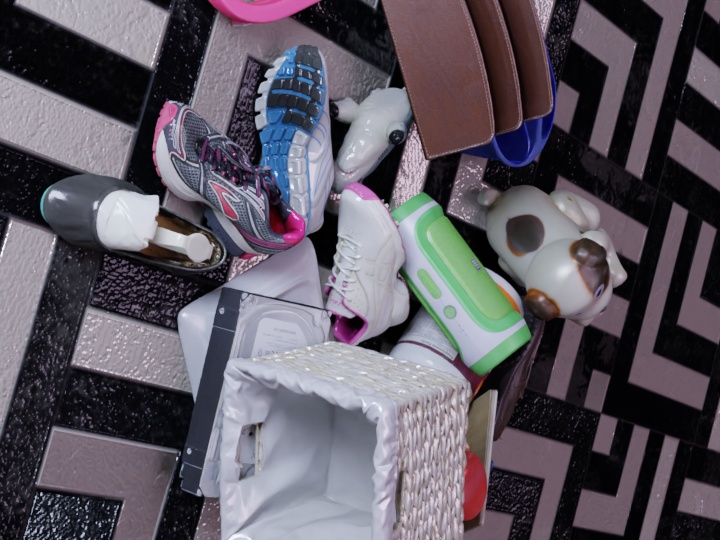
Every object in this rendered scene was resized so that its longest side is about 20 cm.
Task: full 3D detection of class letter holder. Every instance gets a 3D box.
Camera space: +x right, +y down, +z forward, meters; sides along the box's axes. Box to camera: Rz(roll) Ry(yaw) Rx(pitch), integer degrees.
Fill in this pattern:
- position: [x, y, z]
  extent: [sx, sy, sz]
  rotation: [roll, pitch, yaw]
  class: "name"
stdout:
- position: [0.116, -0.238, 1.509]
  extent: [0.101, 0.141, 0.202]
  rotation: [-48, 123, -69]
  class: "letter holder"

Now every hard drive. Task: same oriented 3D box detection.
- position: [-0.103, 0.126, 1.424]
  extent: [0.139, 0.038, 0.202]
  rotation: [15, 89, -50]
  class: "hard drive"

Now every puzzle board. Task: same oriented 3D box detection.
- position: [0.116, 0.233, 1.646]
  extent: [0.017, 0.200, 0.152]
  rotation: [11, 69, -11]
  class: "puzzle board"

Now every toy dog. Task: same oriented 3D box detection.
- position: [0.235, -0.019, 1.705]
  extent: [0.139, 0.200, 0.194]
  rotation: [-38, 121, 9]
  class: "toy dog"

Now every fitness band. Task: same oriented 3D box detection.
- position: [-0.088, -0.317, 1.379]
  extent: [0.200, 0.037, 0.145]
  rotation: [-33, 123, -43]
  class: "fitness band"

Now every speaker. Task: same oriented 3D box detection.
- position: [0.101, 0.015, 1.578]
  extent: [0.088, 0.088, 0.201]
  rotation: [-31, 82, -42]
  class: "speaker"

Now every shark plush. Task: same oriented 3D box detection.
- position: [0.021, -0.158, 1.562]
  extent: [0.200, 0.090, 0.084]
  rotation: [-59, 162, -53]
  class: "shark plush"

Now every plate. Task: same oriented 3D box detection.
- position: [-0.093, 0.094, 1.480]
  extent: [0.199, 0.032, 0.201]
  rotation: [-32, 123, -42]
  class: "plate"

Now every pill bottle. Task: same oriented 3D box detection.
- position: [0.098, 0.097, 1.654]
  extent: [0.201, 0.109, 0.110]
  rotation: [-55, 136, -27]
  class: "pill bottle"

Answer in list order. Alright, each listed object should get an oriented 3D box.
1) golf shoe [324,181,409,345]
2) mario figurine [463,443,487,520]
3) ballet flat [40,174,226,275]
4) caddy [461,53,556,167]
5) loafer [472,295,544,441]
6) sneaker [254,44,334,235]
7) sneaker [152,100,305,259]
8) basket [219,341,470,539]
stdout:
- position: [0.000, 0.000, 1.528]
  extent: [0.091, 0.075, 0.201]
  rotation: [-37, 136, -27]
  class: "golf shoe"
- position: [0.046, 0.198, 1.532]
  extent: [0.124, 0.199, 0.106]
  rotation: [-55, 172, 18]
  class: "mario figurine"
- position: [-0.194, -0.041, 1.293]
  extent: [0.199, 0.068, 0.069]
  rotation: [18, 83, -51]
  class: "ballet flat"
- position: [0.163, -0.216, 1.656]
  extent: [0.142, 0.104, 0.201]
  rotation: [-48, 132, -34]
  class: "caddy"
- position: [0.176, 0.127, 1.801]
  extent: [0.201, 0.073, 0.071]
  rotation: [-64, 150, -10]
  class: "loafer"
- position: [-0.059, -0.127, 1.449]
  extent: [0.086, 0.074, 0.202]
  rotation: [-14, 116, -59]
  class: "sneaker"
- position: [-0.124, -0.090, 1.352]
  extent: [0.200, 0.074, 0.081]
  rotation: [49, 47, -43]
  class: "sneaker"
- position: [-0.012, 0.183, 1.364]
  extent: [0.160, 0.199, 0.200]
  rotation: [-13, 110, -49]
  class: "basket"
